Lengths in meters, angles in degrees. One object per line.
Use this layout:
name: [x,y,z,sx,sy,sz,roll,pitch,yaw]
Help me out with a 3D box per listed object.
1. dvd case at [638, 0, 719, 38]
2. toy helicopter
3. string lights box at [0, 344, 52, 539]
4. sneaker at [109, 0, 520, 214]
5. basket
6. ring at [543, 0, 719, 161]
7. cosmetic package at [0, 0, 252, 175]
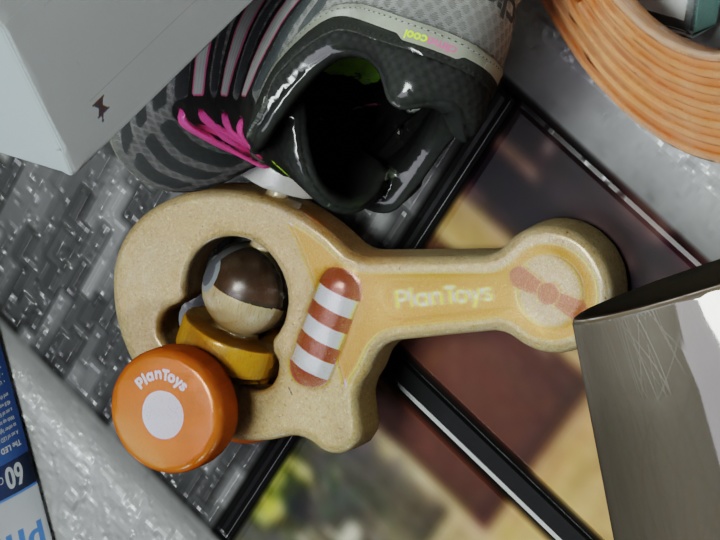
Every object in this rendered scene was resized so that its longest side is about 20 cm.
dvd case: [0.039,-0.173,0.903,0.200,0.022,0.146,20,117,30]
toy helicopter: [0.000,0.000,0.974,0.200,0.079,0.133,-4,95,25]
string lights box: [-0.200,0.041,1.096,0.059,0.103,0.201,-5,102,36]
sneaker: [-0.022,-0.056,0.889,0.200,0.074,0.088,-22,49,44]
basket: [0.151,0.092,0.850,0.180,0.136,0.200,-16,93,43]
ring: [0.101,-0.130,0.803,0.200,0.019,0.201,40,139,45]
cosmetic package: [-0.064,-0.151,0.804,0.052,0.200,0.151,16,142,41]
